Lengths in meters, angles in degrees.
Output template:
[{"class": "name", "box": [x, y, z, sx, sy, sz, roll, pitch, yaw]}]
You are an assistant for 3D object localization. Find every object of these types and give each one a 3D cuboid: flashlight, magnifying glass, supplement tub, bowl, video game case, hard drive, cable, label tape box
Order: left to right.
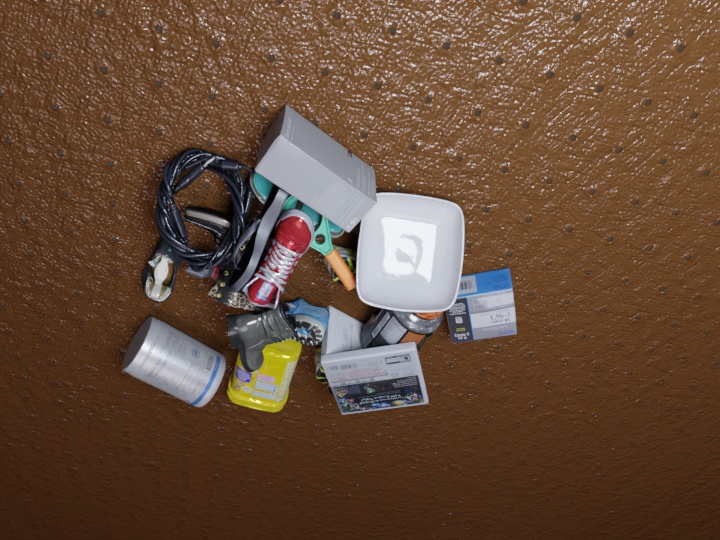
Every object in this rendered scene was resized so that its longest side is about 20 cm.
[{"class": "supplement tub", "box": [-0.414, 0.207, 1.331, 0.198, 0.134, 0.131, 34, 126, -26]}, {"class": "cable", "box": [-0.272, -0.101, 1.019, 0.158, 0.051, 0.207, 14, 93, -17]}, {"class": "flashlight", "box": [-0.250, 0.015, 1.189, 0.195, 0.069, 0.068, 22, 132, -18]}, {"class": "magnifying glass", "box": [-0.067, -0.050, 1.050, 0.078, 0.022, 0.202, -33, 111, 5]}, {"class": "hard drive", "box": [0.004, 0.172, 1.280, 0.197, 0.134, 0.026, 31, 127, -24]}, {"class": "video game case", "box": [0.032, 0.225, 1.222, 0.193, 0.024, 0.185, -9, 131, 9]}, {"class": "supplement tub", "box": [0.090, 0.102, 1.208, 0.119, 0.125, 0.201, 19, 137, -15]}, {"class": "bowl", "box": [0.086, -0.031, 1.081, 0.192, 0.075, 0.208, 6, 90, -7]}, {"class": "label tape box", "box": [0.256, 0.099, 1.251, 0.139, 0.064, 0.204, -9, 132, 11]}]

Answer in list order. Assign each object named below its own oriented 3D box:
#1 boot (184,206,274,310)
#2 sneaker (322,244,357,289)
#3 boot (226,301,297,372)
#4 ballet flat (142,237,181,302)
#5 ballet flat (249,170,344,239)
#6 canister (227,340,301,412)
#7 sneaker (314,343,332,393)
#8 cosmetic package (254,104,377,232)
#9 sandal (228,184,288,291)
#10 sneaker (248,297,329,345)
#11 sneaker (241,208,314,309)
[{"class": "boot", "box": [-0.253, -0.022, 1.112, 0.195, 0.073, 0.155, 20, 99, -25]}, {"class": "sneaker", "box": [0.000, 0.000, 1.171, 0.075, 0.077, 0.199, -43, 140, 9]}, {"class": "boot", "box": [-0.183, 0.138, 1.185, 0.126, 0.070, 0.202, -11, 149, -2]}, {"class": "ballet flat", "box": [-0.404, 0.013, 1.193, 0.071, 0.074, 0.202, 20, 131, -17]}, {"class": "ballet flat", "box": [-0.119, -0.111, 1.075, 0.196, 0.069, 0.063, 28, 159, -19]}, {"class": "canister", "box": [-0.221, 0.225, 1.372, 0.144, 0.088, 0.203, 15, 131, -9]}, {"class": "sneaker", "box": [-0.053, 0.231, 1.377, 0.073, 0.079, 0.202, -15, 149, 5]}, {"class": "cosmetic package", "box": [-0.071, -0.168, 0.987, 0.197, 0.109, 0.090, 33, 123, -28]}, {"class": "sandal", "box": [-0.180, -0.065, 1.001, 0.042, 0.076, 0.205, 24, 91, -22]}, {"class": "sneaker", "box": [-0.149, 0.101, 1.258, 0.194, 0.090, 0.081, 9, 126, 24]}, {"class": "sneaker", "box": [-0.141, -0.010, 1.007, 0.070, 0.114, 0.201, 28, 141, -6]}]
